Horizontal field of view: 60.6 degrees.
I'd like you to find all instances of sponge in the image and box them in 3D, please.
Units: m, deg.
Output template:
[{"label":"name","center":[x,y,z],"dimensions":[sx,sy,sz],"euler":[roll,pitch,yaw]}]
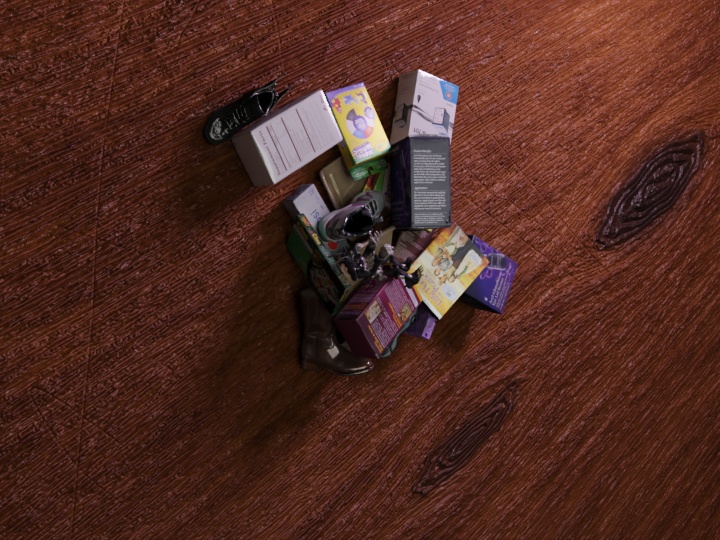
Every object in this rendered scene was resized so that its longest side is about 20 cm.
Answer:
[{"label":"sponge","center":[0.172,0.072,1.587],"dimensions":[0.029,0.110,0.205],"euler":[29,79,-29]}]

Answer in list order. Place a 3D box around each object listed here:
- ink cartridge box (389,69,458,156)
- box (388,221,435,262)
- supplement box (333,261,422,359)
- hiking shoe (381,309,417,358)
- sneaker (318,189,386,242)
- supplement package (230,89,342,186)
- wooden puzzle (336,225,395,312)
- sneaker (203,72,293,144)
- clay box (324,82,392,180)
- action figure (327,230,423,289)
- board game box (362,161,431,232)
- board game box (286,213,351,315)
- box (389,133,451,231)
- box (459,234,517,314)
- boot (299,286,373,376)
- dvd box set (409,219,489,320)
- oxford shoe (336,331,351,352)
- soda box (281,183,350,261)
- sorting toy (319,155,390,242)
[{"label":"ink cartridge box","center":[0.159,-0.377,1.554],"dimensions":[0.143,0.085,0.208],"euler":[8,89,-34]},{"label":"box","center":[0.130,-0.106,1.567],"dimensions":[0.099,0.074,0.205],"euler":[31,79,-31]},{"label":"supplement box","center":[0.043,0.088,1.398],"dimensions":[0.200,0.084,0.112],"euler":[-48,118,-34]},{"label":"hiking shoe","center":[0.083,0.118,1.542],"dimensions":[0.087,0.073,0.204],"euler":[44,69,-50]},{"label":"sneaker","center":[0.014,-0.121,1.371],"dimensions":[0.198,0.138,0.080],"euler":[-37,112,-29]},{"label":"supplement package","center":[-0.158,-0.283,1.327],"dimensions":[0.198,0.116,0.120],"euler":[-37,113,-25]},{"label":"wooden puzzle","center":[0.000,0.000,1.454],"dimensions":[0.183,0.046,0.205],"euler":[-30,143,-38]},{"label":"sneaker","center":[-0.234,-0.335,1.277],"dimensions":[0.199,0.103,0.061],"euler":[-44,116,-22]},{"label":"clay box","center":[-0.005,-0.323,1.435],"dimensions":[0.113,0.047,0.205],"euler":[-24,88,-29]},{"label":"action figure","center":[0.032,-0.026,1.299],"dimensions":[0.195,0.120,0.104],"euler":[13,115,-28]},{"label":"board game box","center":[0.105,-0.182,1.501],"dimensions":[0.195,0.030,0.098],"euler":[27,79,-14]},{"label":"board game box","center":[-0.094,-0.013,1.341],"dimensions":[0.023,0.106,0.203],"euler":[-21,67,-33]},{"label":"box","center":[0.136,-0.197,1.417],"dimensions":[0.101,0.148,0.208],"euler":[-3,91,-15]},{"label":"box","center":[0.312,0.009,1.673],"dimensions":[0.196,0.103,0.153],"euler":[25,81,-33]},{"label":"boot","center":[-0.053,0.133,1.412],"dimensions":[0.179,0.064,0.207],"euler":[3,107,-3]},{"label":"dvd box set","center":[0.208,-0.002,1.530],"dimensions":[0.147,0.029,0.200],"euler":[46,77,-3]},{"label":"oxford shoe","center":[0.000,0.126,1.486],"dimensions":[0.072,0.071,0.203],"euler":[37,83,-32]},{"label":"soda box","center":[-0.096,-0.095,1.418],"dimensions":[0.068,0.063,0.203],"euler":[-42,116,-23]},{"label":"sorting toy","center":[0.000,-0.199,1.496],"dimensions":[0.199,0.036,0.189],"euler":[-39,115,-30]}]
